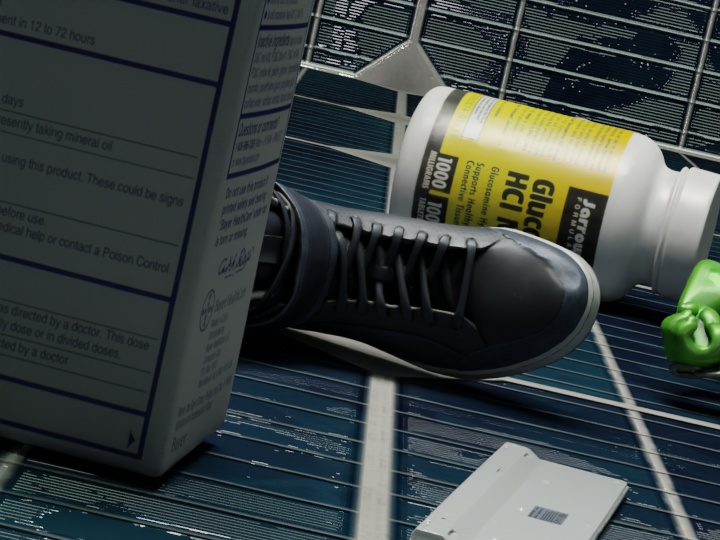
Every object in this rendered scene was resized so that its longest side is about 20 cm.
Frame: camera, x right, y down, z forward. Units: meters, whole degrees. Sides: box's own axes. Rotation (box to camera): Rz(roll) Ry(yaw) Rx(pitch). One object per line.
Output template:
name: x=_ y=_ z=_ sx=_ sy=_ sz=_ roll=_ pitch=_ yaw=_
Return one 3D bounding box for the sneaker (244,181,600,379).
sneaker: x=-0.001 y=0.002 z=1.158 sx=0.202 sy=0.077 sz=0.146 roll=6 pitch=-7 yaw=24

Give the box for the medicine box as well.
medicine box: x=-0.126 y=-0.047 z=0.906 sx=0.182 sy=0.200 sz=0.103 roll=14 pitch=8 yaw=8

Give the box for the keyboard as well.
keyboard: x=0.063 y=0.092 z=0.938 sx=0.056 sy=0.011 sz=0.200 roll=20 pitch=9 yaw=10

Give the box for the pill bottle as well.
pill bottle: x=0.127 y=-0.044 z=1.602 sx=0.200 sy=0.113 sz=0.112 roll=14 pitch=8 yaw=13

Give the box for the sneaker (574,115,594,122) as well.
sneaker: x=0.179 y=-0.087 z=2.173 sx=0.079 sy=0.074 sz=0.200 roll=28 pitch=20 yaw=28

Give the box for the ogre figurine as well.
ogre figurine: x=0.244 y=0.023 z=1.343 sx=0.120 sy=0.098 sz=0.200 roll=4 pitch=-8 yaw=24
